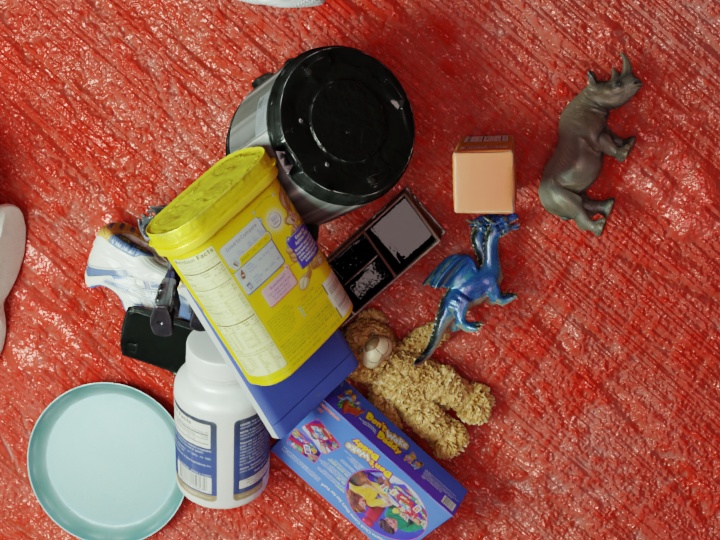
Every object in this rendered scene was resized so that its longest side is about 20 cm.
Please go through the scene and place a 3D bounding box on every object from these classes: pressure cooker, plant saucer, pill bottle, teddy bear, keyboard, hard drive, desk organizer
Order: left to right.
[{"bbox_3d":[-0.301,0.230,1.709,0.198,0.027,0.202,1,99,6],"label":"plant saucer"},{"bbox_3d":[-0.184,0.098,1.662,0.198,0.040,0.105,20,127,-5],"label":"keyboard"},{"bbox_3d":[-0.156,0.161,1.609,0.110,0.111,0.202,7,124,4],"label":"pill bottle"},{"bbox_3d":[-0.094,0.061,1.533,0.132,0.025,0.201,-42,114,-29],"label":"hard drive"},{"bbox_3d":[-0.053,-0.141,1.546,0.179,0.200,0.176,48,64,-10],"label":"pressure cooker"},{"bbox_3d":[0.000,0.000,1.619,0.200,0.077,0.072,-42,93,10],"label":"desk organizer"},{"bbox_3d":[0.061,0.130,1.640,0.144,0.067,0.201,-35,95,7],"label":"teddy bear"}]

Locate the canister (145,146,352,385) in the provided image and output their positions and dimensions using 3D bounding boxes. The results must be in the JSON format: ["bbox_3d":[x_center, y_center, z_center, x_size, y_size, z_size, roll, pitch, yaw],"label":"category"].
[{"bbox_3d":[-0.108,-0.001,1.453,0.148,0.086,0.201,-44,116,-28],"label":"canister"}]

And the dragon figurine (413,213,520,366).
[{"bbox_3d":[0.110,0.016,1.604,0.199,0.059,0.100,-38,100,-10],"label":"dragon figurine"}]

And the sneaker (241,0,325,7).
[{"bbox_3d":[-0.129,-0.358,1.575,0.198,0.075,0.115,12,102,6],"label":"sneaker"}]

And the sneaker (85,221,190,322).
[{"bbox_3d":[-0.229,0.027,1.656,0.199,0.075,0.089,32,112,7],"label":"sneaker"}]

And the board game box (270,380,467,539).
[{"bbox_3d":[0.007,0.230,1.637,0.200,0.045,0.134,42,135,-2],"label":"board game box"}]

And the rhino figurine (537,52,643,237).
[{"bbox_3d":[0.260,-0.146,1.581,0.087,0.060,0.202,19,97,13],"label":"rhino figurine"}]

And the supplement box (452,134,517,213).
[{"bbox_3d":[0.136,-0.106,1.528,0.068,0.200,0.067,-1,99,9],"label":"supplement box"}]

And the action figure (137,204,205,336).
[{"bbox_3d":[-0.188,-0.021,1.593,0.129,0.201,0.070,0,137,0],"label":"action figure"}]

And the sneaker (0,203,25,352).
[{"bbox_3d":[-0.457,0.011,1.671,0.088,0.075,0.202,19,101,14],"label":"sneaker"}]
